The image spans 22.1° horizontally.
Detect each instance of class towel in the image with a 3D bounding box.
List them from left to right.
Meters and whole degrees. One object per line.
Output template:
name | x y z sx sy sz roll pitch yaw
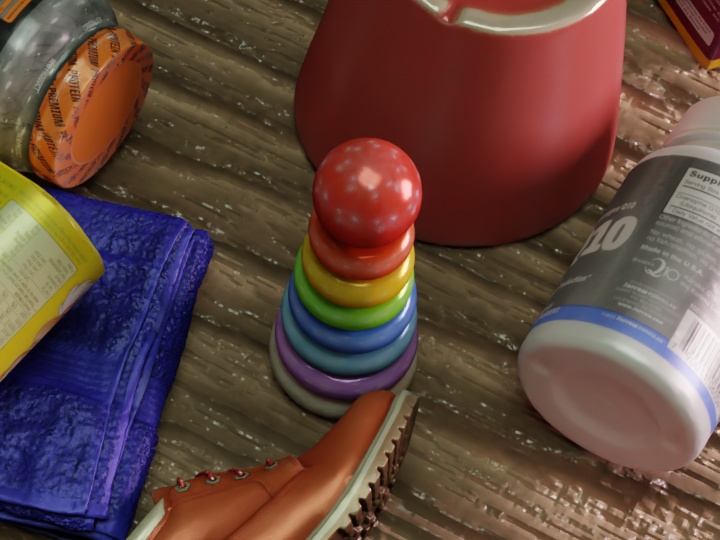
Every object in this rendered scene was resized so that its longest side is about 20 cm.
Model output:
towel | -0.172 0.043 1.005 0.147 0.050 0.200 14 59 1

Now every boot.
boot | -0.051 0.123 0.962 0.107 0.075 0.200 32 63 17

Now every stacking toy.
stacking toy | 0.000 0.000 0.962 0.085 0.200 0.086 3 60 -5

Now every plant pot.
plant pot | 0.067 -0.139 1.065 0.200 0.177 0.201 3 60 -5

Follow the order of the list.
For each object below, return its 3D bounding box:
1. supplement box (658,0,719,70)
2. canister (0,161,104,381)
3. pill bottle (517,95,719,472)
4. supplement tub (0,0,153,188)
supplement box | 0.244 -0.233 1.126 0.085 0.200 0.110 -20 64 -18
canister | -0.246 0.030 0.946 0.148 0.087 0.200 29 70 38
pill bottle | 0.180 0.003 1.033 0.114 0.114 0.200 29 61 10
supplement tub | -0.227 -0.138 1.061 0.200 0.123 0.123 32 61 12
